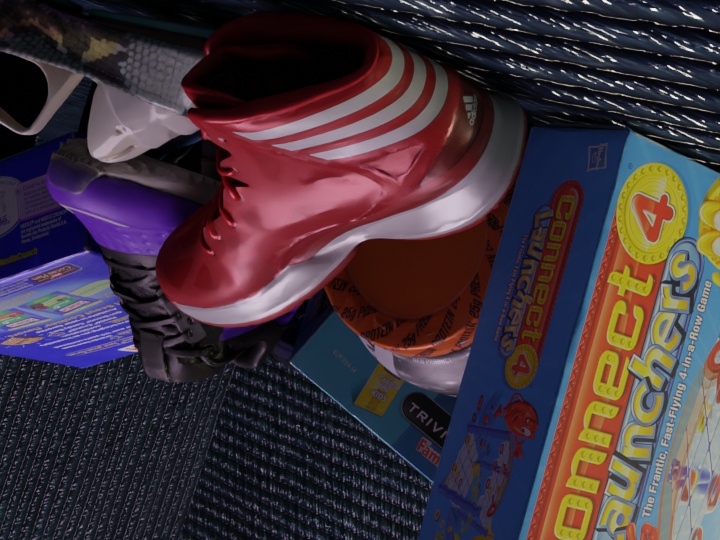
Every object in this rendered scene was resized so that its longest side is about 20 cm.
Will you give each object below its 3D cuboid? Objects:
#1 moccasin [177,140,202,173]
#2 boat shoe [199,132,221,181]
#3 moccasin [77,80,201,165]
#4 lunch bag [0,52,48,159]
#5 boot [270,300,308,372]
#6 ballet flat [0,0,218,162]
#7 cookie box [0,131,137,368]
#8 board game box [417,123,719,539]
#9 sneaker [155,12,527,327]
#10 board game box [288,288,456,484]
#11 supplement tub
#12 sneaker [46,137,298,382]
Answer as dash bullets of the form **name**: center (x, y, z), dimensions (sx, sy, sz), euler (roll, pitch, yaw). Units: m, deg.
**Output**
- **moccasin**: center (-0.157, -0.052, 1.001), dimensions (0.199, 0.069, 0.080), euler (-21, 162, 35)
- **boat shoe**: center (-0.007, -0.046, 0.806), dimensions (0.199, 0.074, 0.074), euler (19, 179, -28)
- **moccasin**: center (-0.130, -0.085, 0.869), dimensions (0.068, 0.081, 0.200), euler (14, -178, -19)
- **lunch bag**: center (-0.277, -0.102, 0.874), dimensions (0.132, 0.137, 0.200), euler (18, 179, 23)
- **boot**: center (-0.002, -0.001, 0.962), dimensions (0.073, 0.155, 0.203), euler (23, 178, -15)
- **ballet flat**: center (-0.124, -0.089, 0.618), dimensions (0.199, 0.072, 0.069), euler (18, -175, 9)
- **cookie box**: center (-0.171, -0.003, 0.870), dimensions (0.170, 0.076, 0.200), euler (-17, 162, 25)
- **board game box**: center (0.131, 0.064, 0.595), dimensions (0.195, 0.201, 0.056), euler (18, 176, -35)
- **sneaker**: center (-0.042, -0.047, 0.568), dimensions (0.199, 0.079, 0.115), euler (-26, 136, 38)
- **board game box**: center (0.056, 0.077, 0.794), dimensions (0.200, 0.047, 0.151), euler (41, -169, -7)
- **supplement tub**: center (0.071, 0.004, 0.686), dimensions (0.122, 0.123, 0.200), euler (18, 180, 33)
- **sneaker**: center (-0.089, 0.006, 0.710), dimensions (0.069, 0.100, 0.200), euler (20, 176, 32)
